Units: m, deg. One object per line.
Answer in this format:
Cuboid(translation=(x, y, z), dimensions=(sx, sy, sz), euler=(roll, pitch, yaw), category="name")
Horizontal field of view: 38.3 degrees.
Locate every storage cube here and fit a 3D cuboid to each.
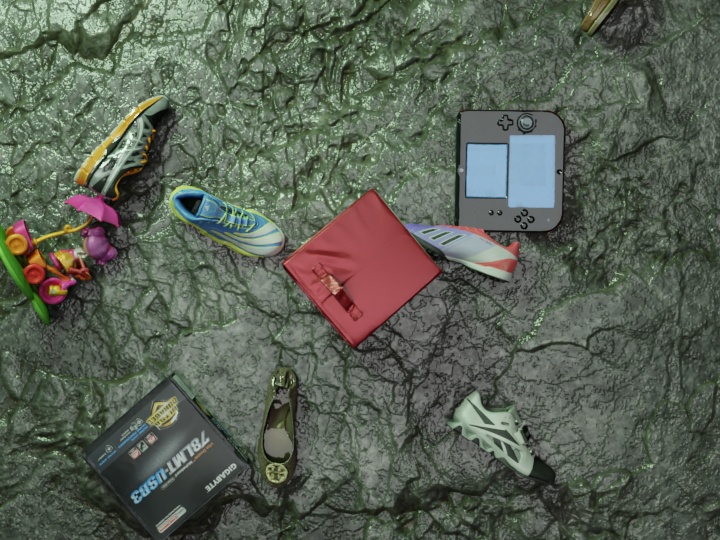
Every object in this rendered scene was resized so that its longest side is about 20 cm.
Cuboid(translation=(0.000, 0.000, 1.622), dimensions=(0.180, 0.200, 0.171), euler=(-40, 90, -5), category="storage cube")

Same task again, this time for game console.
Cuboid(translation=(0.244, -0.162, 1.700), dimensions=(0.177, 0.031, 0.200), euler=(1, 90, 0), category="game console")

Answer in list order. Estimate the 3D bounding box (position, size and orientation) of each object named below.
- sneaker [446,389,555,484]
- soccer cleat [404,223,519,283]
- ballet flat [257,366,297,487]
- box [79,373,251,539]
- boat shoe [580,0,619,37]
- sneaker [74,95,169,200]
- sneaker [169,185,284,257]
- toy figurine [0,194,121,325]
Cuboid(translation=(0.245, 0.269, 1.685), dimensions=(0.200, 0.074, 0.089), euler=(35, 93, -1), category="sneaker")
Cuboid(translation=(0.161, -0.045, 1.684), dimensions=(0.200, 0.068, 0.073), euler=(22, 91, -5), category="soccer cleat")
Cuboid(translation=(-0.132, 0.258, 1.698), dimensions=(0.067, 0.046, 0.200), euler=(7, 91, 1), category="ballet flat")
Cuboid(translation=(-0.318, 0.306, 1.699), dimensions=(0.200, 0.050, 0.199), euler=(-40, 90, 1), category="box")
Cuboid(translation=(0.403, -0.471, 1.680), dimensions=(0.068, 0.072, 0.200), euler=(33, 81, 3), category="boat shoe")
Cuboid(translation=(-0.371, -0.199, 1.672), dimensions=(0.077, 0.078, 0.200), euler=(41, 80, -10), category="sneaker")
Cuboid(translation=(-0.219, -0.076, 1.663), dimensions=(0.200, 0.105, 0.076), euler=(22, 91, 0), category="sneaker")
Cuboid(translation=(-0.466, -0.037, 1.665), dimensions=(0.184, 0.150, 0.200), euler=(-27, 113, -9), category="toy figurine")
